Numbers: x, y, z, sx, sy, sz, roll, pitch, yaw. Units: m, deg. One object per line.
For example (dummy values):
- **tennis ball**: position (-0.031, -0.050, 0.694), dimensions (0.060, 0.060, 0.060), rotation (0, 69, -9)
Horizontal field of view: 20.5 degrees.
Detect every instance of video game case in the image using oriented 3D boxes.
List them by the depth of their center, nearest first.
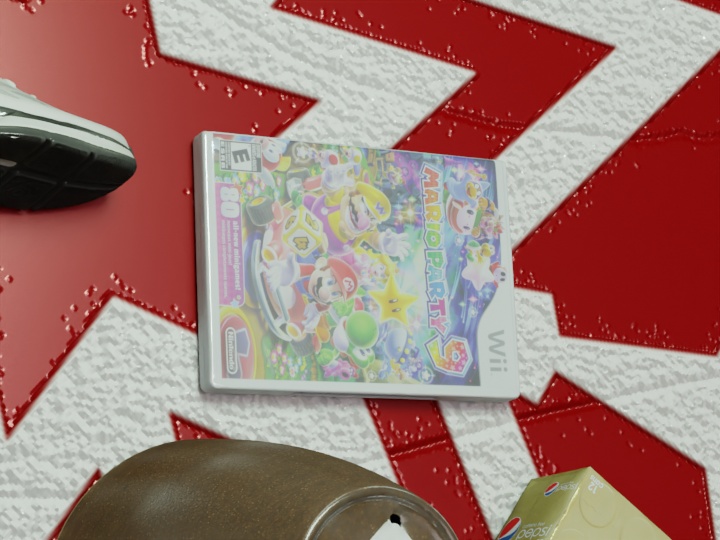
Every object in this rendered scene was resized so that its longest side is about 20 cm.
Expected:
- **video game case**: position (0.000, 0.000, 1.133), dimensions (0.198, 0.018, 0.145), rotation (4, 76, -29)

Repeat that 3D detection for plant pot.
- **plant pot**: position (-0.034, 0.163, 0.971), dimensions (0.185, 0.200, 0.189), rotation (7, 75, -28)

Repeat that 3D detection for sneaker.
- **sneaker**: position (-0.202, -0.105, 1.012), dimensions (0.199, 0.075, 0.116), rotation (13, 59, -39)

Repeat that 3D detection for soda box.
- **soda box**: position (0.169, 0.203, 1.154), dimensions (0.200, 0.064, 0.068), rotation (42, 62, -15)
